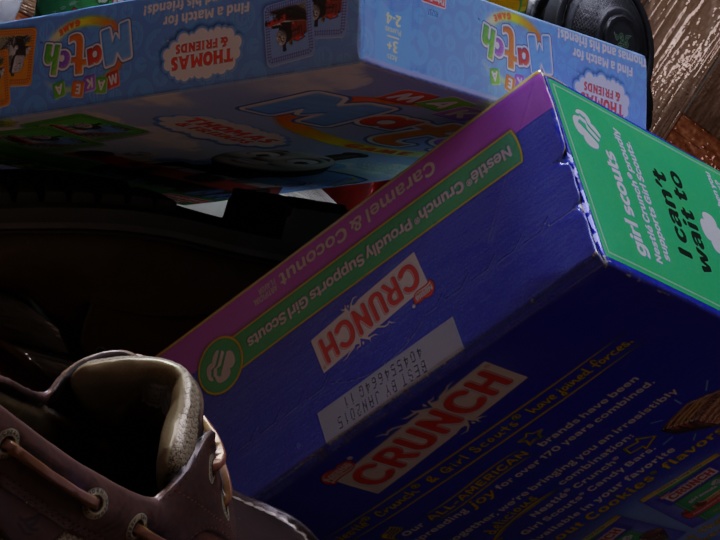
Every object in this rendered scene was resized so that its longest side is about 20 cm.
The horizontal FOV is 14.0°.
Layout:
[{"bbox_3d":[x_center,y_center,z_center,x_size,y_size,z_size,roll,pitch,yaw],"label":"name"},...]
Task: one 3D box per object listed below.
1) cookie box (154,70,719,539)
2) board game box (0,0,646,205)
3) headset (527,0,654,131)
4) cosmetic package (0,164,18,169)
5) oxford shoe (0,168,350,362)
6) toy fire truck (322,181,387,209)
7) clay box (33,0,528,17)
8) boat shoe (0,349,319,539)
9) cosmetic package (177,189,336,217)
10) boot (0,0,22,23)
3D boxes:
[{"bbox_3d":[0.062,0.039,0.957,0.200,0.171,0.075,23,39,-47],"label":"cookie box"},{"bbox_3d":[-0.032,-0.057,0.950,0.199,0.037,0.151,-7,-12,38],"label":"board game box"},{"bbox_3d":[0.079,-0.118,1.308,0.123,0.094,0.200,23,-41,26],"label":"headset"},{"bbox_3d":[-0.184,-0.079,1.080,0.200,0.074,0.102,39,11,38],"label":"cosmetic package"},{"bbox_3d":[-0.078,0.011,0.976,0.199,0.085,0.073,8,7,-16],"label":"oxford shoe"},{"bbox_3d":[0.000,0.000,1.200,0.049,0.142,0.200,29,-30,-36],"label":"toy fire truck"},{"bbox_3d":[-0.019,-0.116,1.186,0.115,0.048,0.200,36,40,30],"label":"clay box"},{"bbox_3d":[-0.062,0.058,0.777,0.072,0.072,0.200,40,11,36],"label":"boat shoe"},{"bbox_3d":[-0.052,-0.005,1.137,0.105,0.071,0.200,25,12,-35],"label":"cosmetic package"},{"bbox_3d":[-0.193,-0.117,1.212,0.090,0.073,0.200,24,-9,-15],"label":"boot"}]
